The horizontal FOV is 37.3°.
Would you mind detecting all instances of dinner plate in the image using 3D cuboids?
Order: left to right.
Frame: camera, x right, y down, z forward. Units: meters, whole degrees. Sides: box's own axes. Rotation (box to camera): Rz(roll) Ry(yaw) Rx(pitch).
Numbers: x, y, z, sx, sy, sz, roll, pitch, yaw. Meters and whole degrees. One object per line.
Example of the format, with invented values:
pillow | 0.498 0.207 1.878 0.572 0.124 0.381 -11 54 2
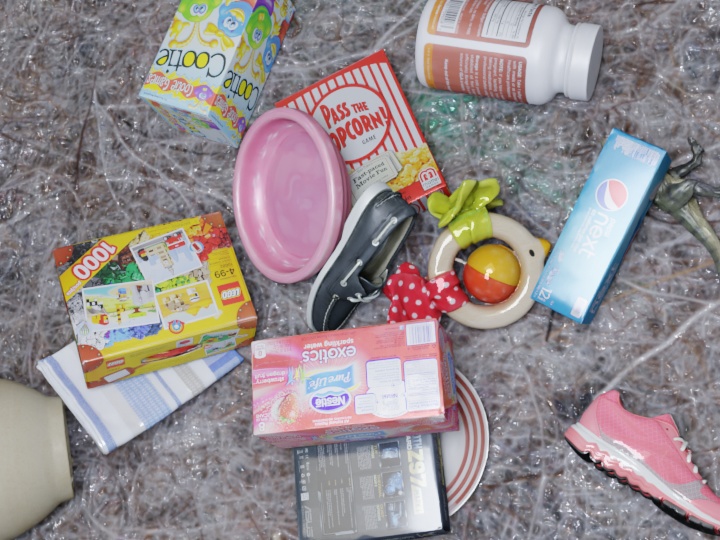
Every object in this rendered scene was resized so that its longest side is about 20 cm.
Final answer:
dinner plate | 0.045 0.188 1.183 0.199 0.024 0.201 -4 74 14

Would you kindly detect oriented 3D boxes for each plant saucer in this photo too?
plant saucer | -0.075 -0.087 1.239 0.200 0.051 0.202 8 101 50

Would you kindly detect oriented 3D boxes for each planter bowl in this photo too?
planter bowl | -0.401 0.214 1.228 0.134 0.200 0.201 -6 70 -14

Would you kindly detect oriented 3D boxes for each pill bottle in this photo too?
pill bottle | 0.172 -0.252 1.228 0.199 0.112 0.113 13 78 19

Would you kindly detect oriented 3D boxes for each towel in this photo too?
towel | -0.258 0.108 1.251 0.200 0.024 0.147 -33 68 -23

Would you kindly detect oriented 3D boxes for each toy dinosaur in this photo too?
toy dinosaur | 0.354 -0.091 1.167 0.088 0.047 0.200 -44 69 10

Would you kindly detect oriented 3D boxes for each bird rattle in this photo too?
bird rattle | 0.120 0.000 1.178 0.162 0.113 0.201 23 87 2

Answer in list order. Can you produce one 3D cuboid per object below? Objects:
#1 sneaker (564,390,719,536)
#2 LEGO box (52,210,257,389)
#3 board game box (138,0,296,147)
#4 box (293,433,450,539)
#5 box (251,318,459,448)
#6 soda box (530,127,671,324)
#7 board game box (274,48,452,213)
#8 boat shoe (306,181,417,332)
sneaker | 0.309 0.192 1.080 0.200 0.074 0.087 32 83 22
LEGO box | -0.238 0.032 1.236 0.199 0.077 0.150 -15 66 -17
board game box | -0.176 -0.274 1.338 0.103 0.105 0.201 19 81 20
box | 0.007 0.191 1.154 0.157 0.051 0.201 -11 71 13
box | -0.004 0.120 1.100 0.199 0.095 0.103 -9 69 13
soda box | 0.258 -0.045 1.143 0.064 0.068 0.201 28 97 21
board game box | 0.002 -0.144 1.280 0.151 0.046 0.201 -26 69 7
boat shoe | 0.000 0.000 1.188 0.060 0.075 0.201 39 125 25
